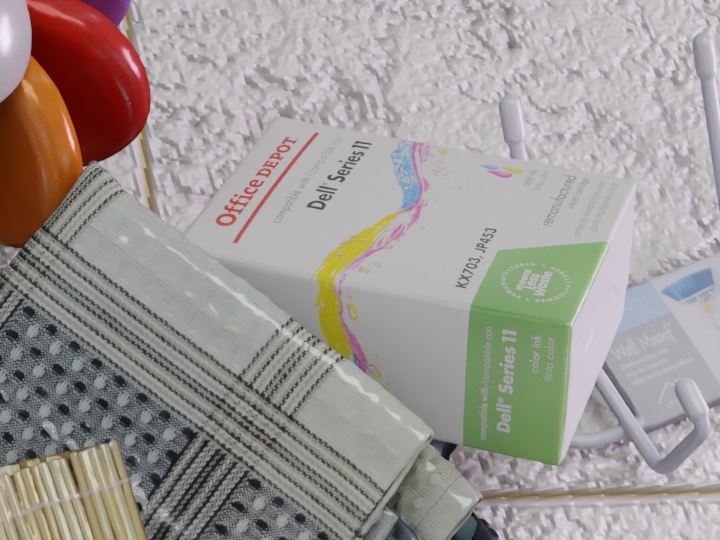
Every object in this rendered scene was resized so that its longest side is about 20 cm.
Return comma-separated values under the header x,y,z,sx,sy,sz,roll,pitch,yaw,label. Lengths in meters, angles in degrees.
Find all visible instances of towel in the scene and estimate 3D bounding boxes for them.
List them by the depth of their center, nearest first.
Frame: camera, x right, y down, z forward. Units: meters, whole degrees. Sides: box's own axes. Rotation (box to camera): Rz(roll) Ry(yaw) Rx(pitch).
x,y,z,sx,sy,sz,roll,pitch,yaw,label
-0.082,0.093,0.750,0.200,0.035,0.193,39,88,7,towel

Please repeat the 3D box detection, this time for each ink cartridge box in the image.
x,y,z,sx,sy,sz,roll,pitch,yaw,label
0.000,0.000,0.821,0.199,0.068,0.117,11,34,15,ink cartridge box

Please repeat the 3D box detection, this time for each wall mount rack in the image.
x,y,z,sx,sy,sz,roll,pitch,yaw,label
0.144,-0.007,0.927,0.199,0.075,0.174,-19,66,-29,wall mount rack

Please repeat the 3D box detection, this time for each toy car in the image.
x,y,z,sx,sy,sz,roll,pitch,yaw,label
-0.160,-0.096,0.819,0.149,0.175,0.201,-3,58,-25,toy car

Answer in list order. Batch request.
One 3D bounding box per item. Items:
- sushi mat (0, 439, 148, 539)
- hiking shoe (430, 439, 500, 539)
x,y,z,sx,sy,sz,roll,pitch,yaw,label
-0.101,0.165,0.718,0.095,0.012,0.201,-18,83,-7,sushi mat
0.005,0.111,0.811,0.086,0.075,0.201,-3,48,-17,hiking shoe
